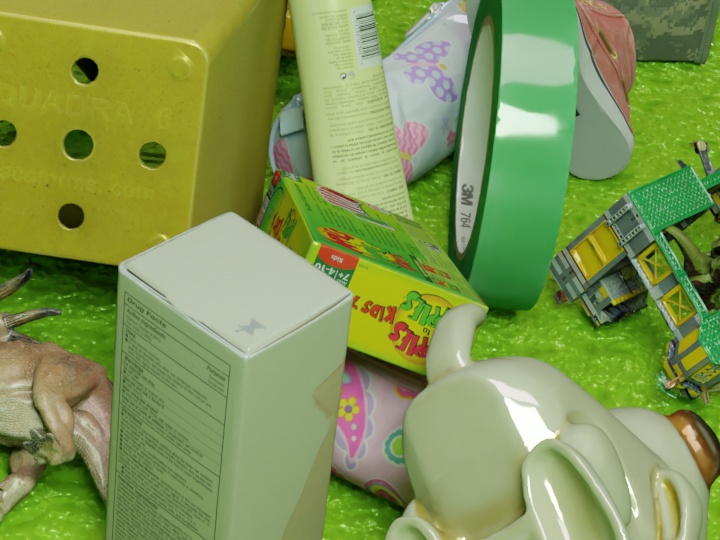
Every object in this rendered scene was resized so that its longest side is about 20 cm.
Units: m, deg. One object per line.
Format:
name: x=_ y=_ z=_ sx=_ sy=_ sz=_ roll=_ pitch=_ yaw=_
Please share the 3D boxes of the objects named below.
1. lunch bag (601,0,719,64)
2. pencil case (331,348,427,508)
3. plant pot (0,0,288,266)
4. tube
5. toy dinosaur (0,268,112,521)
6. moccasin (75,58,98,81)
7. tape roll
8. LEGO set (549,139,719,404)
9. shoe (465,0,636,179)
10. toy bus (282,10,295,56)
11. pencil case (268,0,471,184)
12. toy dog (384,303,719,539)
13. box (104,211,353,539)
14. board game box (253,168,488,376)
lunch bag: x=0.183 y=-0.261 z=1.590 sx=0.162 sy=0.201 sz=0.118 roll=-1 pitch=38 yaw=-12
pencil case: x=-0.010 y=0.067 z=1.219 sx=0.199 sy=0.088 sz=0.087 roll=28 pitch=41 yaw=21
plant pot: x=-0.152 y=-0.099 z=1.275 sx=0.198 sy=0.202 sz=0.177 roll=8 pitch=21 yaw=-1
tube: x=-0.005 y=-0.073 z=1.332 sx=0.057 sy=0.202 sz=0.052 roll=-8 pitch=10 yaw=13
toy dinosaur: x=-0.185 y=0.063 z=1.194 sx=0.199 sy=0.086 sz=0.136 roll=26 pitch=33 yaw=12
moccasin: x=-0.182 y=-0.175 z=1.426 sx=0.201 sy=0.074 sz=0.078 roll=39 pitch=10 yaw=-45
tape roll: x=0.091 y=-0.078 z=1.331 sx=0.048 sy=0.202 sz=0.201 roll=7 pitch=37 yaw=-4
LEGO set: x=0.214 y=0.007 z=1.355 sx=0.199 sy=0.116 sz=0.154 roll=-33 pitch=83 yaw=-37
shoe: x=0.130 y=-0.159 z=1.456 sx=0.071 sy=0.201 sz=0.092 roll=-14 pitch=42 yaw=25
toy bus: x=-0.124 y=-0.186 z=1.528 sx=0.198 sy=0.079 sz=0.065 roll=16 pitch=36 yaw=9
pencil case: x=0.026 y=-0.107 z=1.445 sx=0.083 sy=0.091 sz=0.200 roll=8 pitch=32 yaw=38
toy dog: x=0.105 y=0.121 z=1.124 sx=0.199 sy=0.139 sz=0.195 roll=12 pitch=44 yaw=-52
box: x=-0.069 y=0.084 z=1.087 sx=0.095 sy=0.201 sz=0.077 roll=34 pitch=43 yaw=30
board game box: x=0.000 y=0.000 z=1.219 sx=0.101 sy=0.048 sz=0.200 roll=20 pitch=10 yaw=-12
